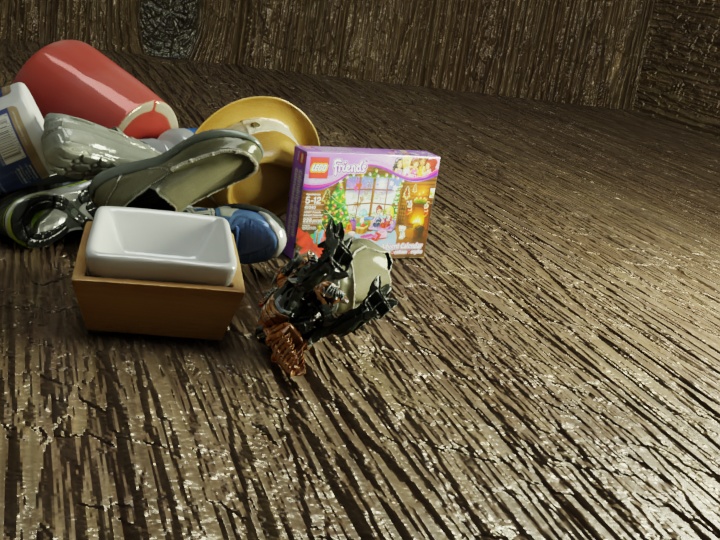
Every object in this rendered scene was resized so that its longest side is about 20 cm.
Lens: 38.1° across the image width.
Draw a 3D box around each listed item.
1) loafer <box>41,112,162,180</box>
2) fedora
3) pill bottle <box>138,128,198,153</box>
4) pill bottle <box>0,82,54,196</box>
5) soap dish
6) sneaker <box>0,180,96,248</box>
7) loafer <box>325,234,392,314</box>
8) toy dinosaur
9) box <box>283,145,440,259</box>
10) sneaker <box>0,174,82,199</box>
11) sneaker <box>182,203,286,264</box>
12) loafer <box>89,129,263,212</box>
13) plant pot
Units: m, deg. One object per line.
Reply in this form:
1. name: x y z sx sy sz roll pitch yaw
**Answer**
1. loafer: -0.277 -0.133 1.205 0.070 0.070 0.199 -30 -28 29
2. fedora: -0.127 -0.119 1.314 0.199 0.203 0.082 -3 32 -34
3. pill bottle: -0.222 -0.141 1.445 0.112 0.114 0.199 23 22 40
4. pill bottle: -0.453 -0.126 1.183 0.198 0.112 0.111 -24 23 -8
5. soap dish: -0.200 0.001 1.032 0.155 0.082 0.200 5 17 -12
6. sneaker: -0.358 -0.078 1.240 0.080 0.075 0.199 14 15 28
7. loafer: 0.000 0.000 1.148 0.069 0.076 0.200 6 16 6
8. toy dinosaur: -0.046 0.039 0.981 0.102 0.135 0.201 43 24 -41
9. box: 0.002 -0.085 1.326 0.198 0.139 0.039 -2 19 -31
10. sneaker: -0.406 -0.118 1.333 0.114 0.077 0.198 29 30 35
11. sneaker: -0.181 -0.036 1.203 0.197 0.077 0.077 3 20 18
12. loafer: -0.198 -0.091 1.150 0.198 0.075 0.070 -20 57 4
13. plant pot: -0.367 -0.201 1.467 0.176 0.202 0.200 28 23 25
